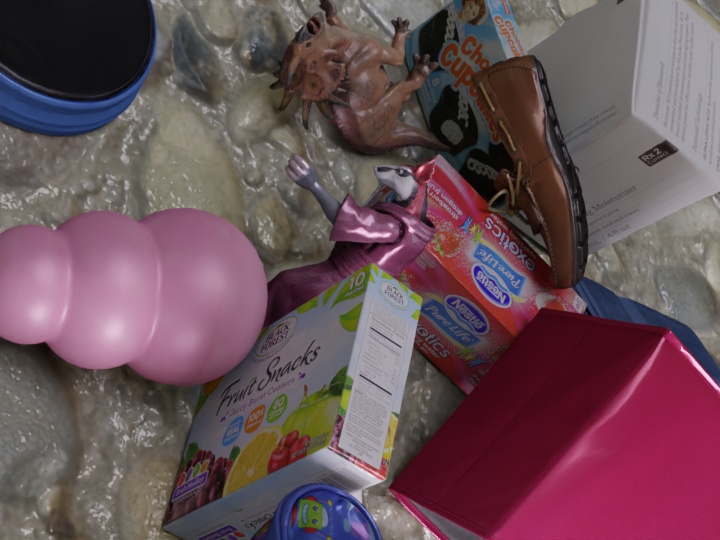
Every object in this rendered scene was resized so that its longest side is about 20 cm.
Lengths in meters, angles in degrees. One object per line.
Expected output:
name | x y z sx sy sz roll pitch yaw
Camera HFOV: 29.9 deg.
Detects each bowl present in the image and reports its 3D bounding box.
bowl | -0.242 -0.200 1.012 0.200 0.039 0.202 21 55 -34

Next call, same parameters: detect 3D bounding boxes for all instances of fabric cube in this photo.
fabric cube | 0.178 0.171 1.031 0.196 0.200 0.199 45 78 -16

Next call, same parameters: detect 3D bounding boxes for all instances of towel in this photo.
towel | 0.263 0.069 1.311 0.199 0.049 0.112 22 30 -32

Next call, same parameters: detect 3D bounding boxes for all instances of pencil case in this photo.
pencil case | -0.053 0.212 0.847 0.087 0.200 0.078 33 42 -7

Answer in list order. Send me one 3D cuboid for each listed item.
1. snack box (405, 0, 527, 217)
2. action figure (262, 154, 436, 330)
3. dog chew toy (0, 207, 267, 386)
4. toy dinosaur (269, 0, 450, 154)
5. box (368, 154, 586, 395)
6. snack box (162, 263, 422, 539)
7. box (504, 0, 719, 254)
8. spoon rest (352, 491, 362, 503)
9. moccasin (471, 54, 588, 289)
snack box | 0.114 -0.153 1.256 0.037 0.116 0.201 -5 72 -44
action figure | 0.000 0.000 1.010 0.149 0.200 0.134 50 23 25
dog chew toy | -0.166 0.015 0.915 0.199 0.124 0.125 5 65 -32
toy dinosaur | -0.006 -0.154 1.178 0.200 0.086 0.136 53 52 -31
box | 0.089 0.013 1.159 0.200 0.095 0.100 44 47 -16
snack box | -0.048 0.097 0.914 0.053 0.200 0.143 33 49 -24
box | 0.240 -0.145 1.306 0.130 0.199 0.201 33 50 -24
spoon rest | -0.031 0.184 0.962 0.060 0.099 0.201 16 62 -33
moccasin | 0.143 -0.081 1.150 0.074 0.077 0.202 -25 97 -76
